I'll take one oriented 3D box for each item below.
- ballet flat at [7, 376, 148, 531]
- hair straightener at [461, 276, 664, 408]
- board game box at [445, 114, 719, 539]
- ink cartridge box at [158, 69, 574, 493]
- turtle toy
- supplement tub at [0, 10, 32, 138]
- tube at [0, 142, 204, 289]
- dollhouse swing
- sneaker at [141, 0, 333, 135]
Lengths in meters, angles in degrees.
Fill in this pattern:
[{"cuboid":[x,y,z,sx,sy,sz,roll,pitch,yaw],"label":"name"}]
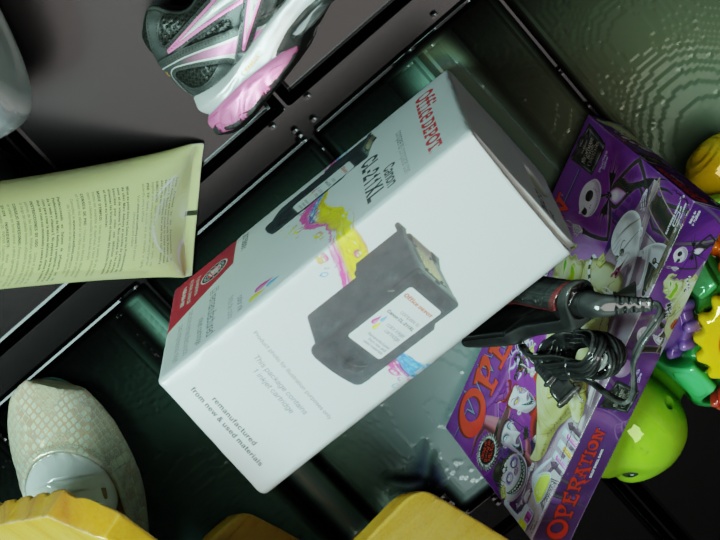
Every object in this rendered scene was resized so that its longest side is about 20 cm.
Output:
[{"cuboid":[-0.148,0.155,1.045,0.067,0.062,0.201,-17,109,3],"label":"ballet flat"},{"cuboid":[0.101,0.031,0.931,0.041,0.200,0.077,-37,103,-19],"label":"hair straightener"},{"cuboid":[0.116,0.031,0.986,0.032,0.120,0.201,15,108,-24],"label":"board game box"},{"cuboid":[0.000,0.000,0.955,0.200,0.146,0.083,-39,105,10],"label":"ink cartridge box"},{"cuboid":[0.191,0.034,0.998,0.146,0.101,0.200,40,111,-15],"label":"turtle toy"},{"cuboid":[-0.277,-0.083,0.923,0.199,0.123,0.123,-27,109,7],"label":"supplement tub"},{"cuboid":[-0.167,-0.020,0.955,0.199,0.052,0.058,-10,157,-37],"label":"tube"},{"cuboid":[-0.069,0.136,0.954,0.182,0.200,0.176,-43,102,-30],"label":"dollhouse swing"},{"cuboid":[-0.038,-0.167,0.933,0.086,0.080,0.200,39,98,-4],"label":"sneaker"}]
